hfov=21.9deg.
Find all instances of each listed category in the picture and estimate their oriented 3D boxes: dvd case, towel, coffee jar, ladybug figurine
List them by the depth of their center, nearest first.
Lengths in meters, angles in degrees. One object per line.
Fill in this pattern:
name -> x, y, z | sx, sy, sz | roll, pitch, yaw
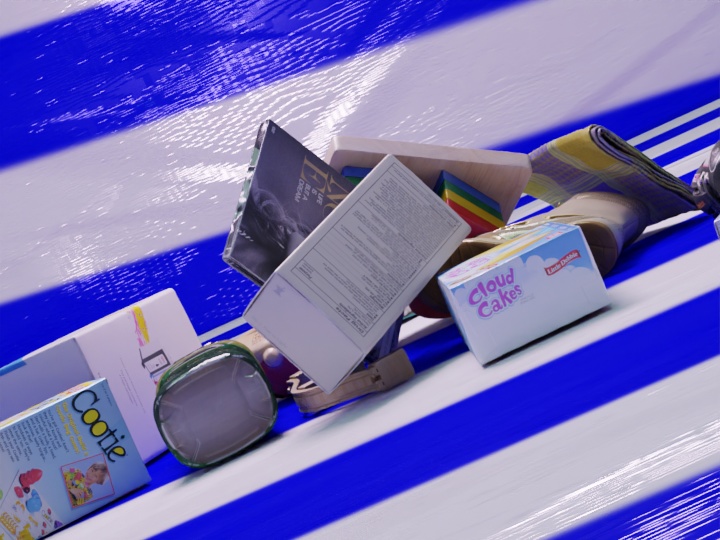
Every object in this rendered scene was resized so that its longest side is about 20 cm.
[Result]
dvd case -> -0.029, -0.020, 1.643 | 0.016, 0.200, 0.150 | -21, 44, 41
coffee jar -> -0.130, 0.115, 1.660 | 0.104, 0.086, 0.200 | -28, 4, -3
towel -> 0.229, -0.079, 1.780 | 0.200, 0.143, 0.023 | -20, 43, 64
ladybug figurine -> -0.063, 0.079, 1.861 | 0.135, 0.072, 0.200 | -23, 3, 17

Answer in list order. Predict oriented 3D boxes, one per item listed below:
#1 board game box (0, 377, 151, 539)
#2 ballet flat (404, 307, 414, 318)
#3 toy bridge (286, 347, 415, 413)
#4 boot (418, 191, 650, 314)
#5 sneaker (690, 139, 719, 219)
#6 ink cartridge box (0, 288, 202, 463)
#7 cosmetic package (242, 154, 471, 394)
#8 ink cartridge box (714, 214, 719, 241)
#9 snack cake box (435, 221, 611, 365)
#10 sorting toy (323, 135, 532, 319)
board game box -> -0.305, 0.186, 1.668 | 0.199, 0.106, 0.103 | -25, 3, -18
ballet flat -> -0.020, 0.052, 2.056 | 0.199, 0.072, 0.072 | -24, 3, -6
toy bridge -> -0.025, 0.101, 1.626 | 0.067, 0.027, 0.200 | -28, 5, -25
boot -> 0.160, -0.019, 1.719 | 0.198, 0.073, 0.155 | -16, 8, 26
sneaker -> 0.321, -0.073, 1.586 | 0.086, 0.081, 0.200 | -36, -9, 21
ink cartridge box -> -0.261, 0.128, 1.897 | 0.146, 0.146, 0.200 | -24, 3, 27
cosmetic package -> 0.000, 0.000, 1.580 | 0.200, 0.103, 0.073 | -46, -2, -44
ink cartridge box -> 0.365, -0.070, 1.370 | 0.199, 0.042, 0.119 | -22, 5, 24
snack cake box -> 0.128, 0.015, 1.516 | 0.114, 0.068, 0.200 | -24, 3, 0
sorting toy -> 0.048, -0.031, 1.804 | 0.197, 0.070, 0.201 | 4, -39, -15
